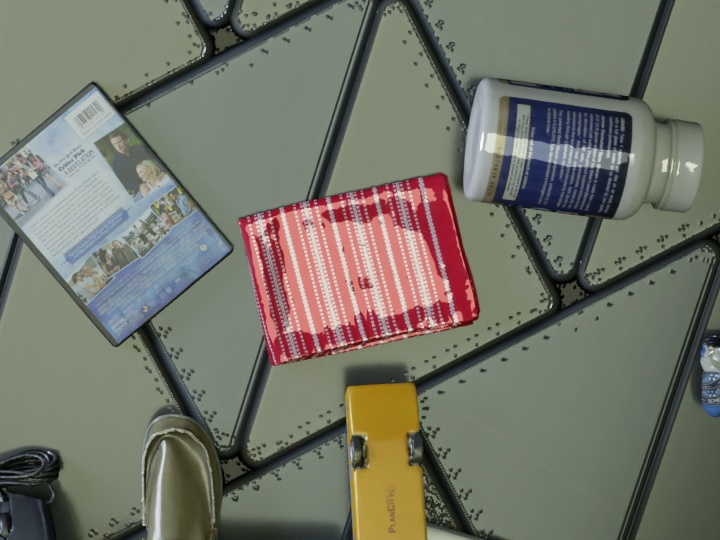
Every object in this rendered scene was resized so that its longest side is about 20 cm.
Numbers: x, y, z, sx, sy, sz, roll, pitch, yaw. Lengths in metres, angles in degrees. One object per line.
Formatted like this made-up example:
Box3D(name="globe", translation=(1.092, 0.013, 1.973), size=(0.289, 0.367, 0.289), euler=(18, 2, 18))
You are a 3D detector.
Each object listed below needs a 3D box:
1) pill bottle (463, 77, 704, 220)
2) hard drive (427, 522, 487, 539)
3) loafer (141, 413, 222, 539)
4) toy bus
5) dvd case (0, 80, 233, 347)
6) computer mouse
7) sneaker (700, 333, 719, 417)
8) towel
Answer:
Box3D(name="pill bottle", translation=(0.197, -0.104, 1.640), size=(0.199, 0.111, 0.111), euler=(7, 96, -3))
Box3D(name="hard drive", translation=(0.087, 0.311, 1.726), size=(0.200, 0.026, 0.132), euler=(17, 96, -5))
Box3D(name="loafer", translation=(-0.160, 0.231, 1.683), size=(0.075, 0.070, 0.201), euler=(-6, 97, -2))
Box3D(name="toy bus", translation=(0.023, 0.203, 1.656), size=(0.065, 0.078, 0.201), euler=(-3, 79, -5))
Box3D(name="dvd case", translation=(-0.232, -0.050, 1.674), size=(0.143, 0.018, 0.200), euler=(-39, 98, 3))
Box3D(name="computer mouse", translation=(-0.318, 0.256, 1.639), size=(0.138, 0.053, 0.200), euler=(-14, 67, -11))
Box3D(name="sneaker", translation=(0.407, 0.115, 1.702), size=(0.200, 0.077, 0.085), euler=(10, 106, 4))
Box3D(name="towel", translation=(0.000, 0.000, 1.689), size=(0.200, 0.022, 0.145), euler=(-13, 96, -1))
